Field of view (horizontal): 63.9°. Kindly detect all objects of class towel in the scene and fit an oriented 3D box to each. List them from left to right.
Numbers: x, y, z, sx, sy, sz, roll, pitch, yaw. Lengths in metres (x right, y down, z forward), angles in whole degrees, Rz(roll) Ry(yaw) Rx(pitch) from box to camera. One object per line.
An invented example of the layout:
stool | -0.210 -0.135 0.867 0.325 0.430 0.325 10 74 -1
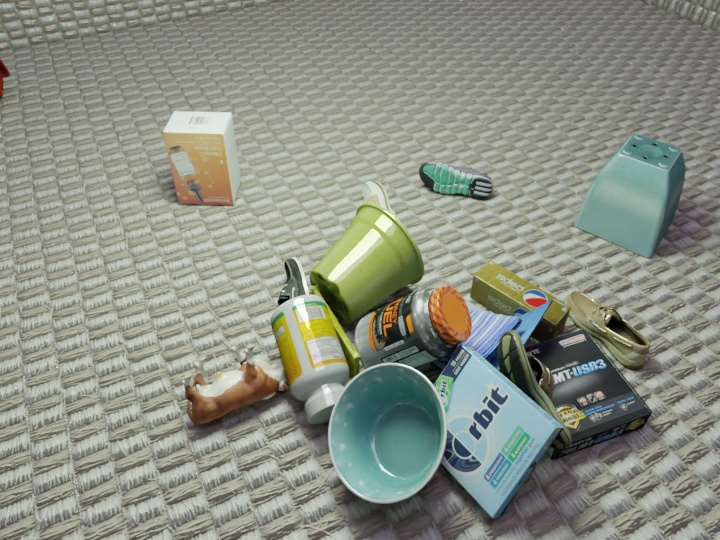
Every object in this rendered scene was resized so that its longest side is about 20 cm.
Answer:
towel | -0.047 0.121 1.106 0.018 0.088 0.201 -20 47 -17
towel | 0.188 0.116 1.081 0.144 0.024 0.197 -38 25 -29

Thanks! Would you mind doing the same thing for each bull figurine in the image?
bull figurine | -0.216 0.194 1.013 0.196 0.125 0.065 -26 24 -19

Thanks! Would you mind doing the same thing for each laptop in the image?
laptop | 0.229 0.108 1.099 0.197 0.118 0.187 27 48 26

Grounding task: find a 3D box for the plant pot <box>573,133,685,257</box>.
plant pot | 0.651 -0.196 1.363 0.193 0.204 0.196 28 48 28

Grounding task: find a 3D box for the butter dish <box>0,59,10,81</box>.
butter dish | -1.210 -0.578 1.814 0.195 0.152 0.199 -17 1 -19

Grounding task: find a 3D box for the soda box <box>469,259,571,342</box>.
soda box | 0.323 0.064 1.185 0.198 0.065 0.067 33 52 31

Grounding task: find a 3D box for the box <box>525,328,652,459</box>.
box | 0.377 0.214 1.038 0.194 0.051 0.201 -13 46 -13

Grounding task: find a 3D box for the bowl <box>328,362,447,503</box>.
bowl | 0.057 0.261 0.912 0.195 0.105 0.207 -11 63 23

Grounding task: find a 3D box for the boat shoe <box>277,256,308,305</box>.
boat shoe | -0.141 0.047 1.195 0.065 0.073 0.203 -6 45 -12

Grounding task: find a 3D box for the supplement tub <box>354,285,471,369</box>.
supplement tub | 0.092 0.108 1.024 0.198 0.123 0.124 -29 25 38

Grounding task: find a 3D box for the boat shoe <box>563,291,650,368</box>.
boat shoe | 0.488 0.101 1.145 0.070 0.066 0.201 -18 46 -19

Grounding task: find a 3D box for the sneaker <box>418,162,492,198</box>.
sneaker | 0.250 -0.243 1.521 0.194 0.076 0.088 18 30 5

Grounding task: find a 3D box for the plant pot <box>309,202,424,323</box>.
plant pot | 0.000 0.000 1.180 0.183 0.203 0.199 -41 55 -22

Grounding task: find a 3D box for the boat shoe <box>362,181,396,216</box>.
boat shoe | 0.034 -0.148 1.401 0.066 0.076 0.203 -7 44 -17

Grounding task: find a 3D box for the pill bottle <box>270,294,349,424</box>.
pill bottle | -0.083 0.158 1.025 0.110 0.114 0.204 -15 63 -16

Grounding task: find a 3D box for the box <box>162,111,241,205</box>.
box | -0.390 -0.279 1.445 0.147 0.204 0.108 1 40 0

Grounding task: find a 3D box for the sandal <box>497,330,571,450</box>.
sandal | 0.284 0.188 0.932 0.056 0.080 0.205 -28 89 -19

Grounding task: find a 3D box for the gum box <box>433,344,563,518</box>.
gum box | 0.192 0.250 0.922 0.199 0.172 0.044 41 14 36
